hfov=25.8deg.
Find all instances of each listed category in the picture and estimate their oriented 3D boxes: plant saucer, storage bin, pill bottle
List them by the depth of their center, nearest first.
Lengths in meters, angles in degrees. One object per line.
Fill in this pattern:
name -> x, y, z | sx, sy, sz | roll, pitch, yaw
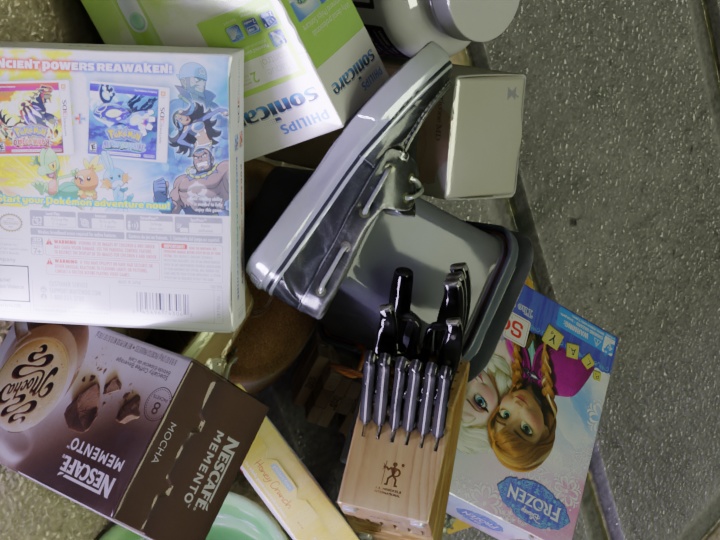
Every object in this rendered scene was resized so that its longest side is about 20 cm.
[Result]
pill bottle -> 0.020, -0.215, 1.156 | 0.112, 0.200, 0.113 | -14, 110, -41
storage bin -> 0.000, 0.000, 1.161 | 0.134, 0.200, 0.146 | 31, 79, -33
plant saucer -> -0.091, 0.013, 1.224 | 0.200, 0.035, 0.201 | -13, 109, -42

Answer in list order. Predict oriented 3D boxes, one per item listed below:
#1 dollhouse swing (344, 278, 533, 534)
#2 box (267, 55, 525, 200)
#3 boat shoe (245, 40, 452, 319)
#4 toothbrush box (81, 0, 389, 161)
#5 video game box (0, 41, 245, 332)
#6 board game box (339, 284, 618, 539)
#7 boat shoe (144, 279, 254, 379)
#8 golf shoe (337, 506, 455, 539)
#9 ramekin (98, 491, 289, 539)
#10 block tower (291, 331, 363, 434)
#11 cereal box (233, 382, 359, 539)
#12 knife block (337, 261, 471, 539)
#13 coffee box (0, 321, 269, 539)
dollhouse swing -> 0.086, 0.124, 1.425 | 0.182, 0.175, 0.200 | -83, 158, -60
box -> 0.024, -0.114, 1.186 | 0.078, 0.200, 0.095 | -6, 105, -43
boat shoe -> 0.008, -0.057, 1.042 | 0.071, 0.072, 0.200 | 36, 92, 1
toothbrush box -> -0.095, -0.179, 1.052 | 0.200, 0.145, 0.086 | 62, 35, -19
video game box -> -0.175, -0.056, 1.027 | 0.047, 0.199, 0.183 | -61, 153, -72
board game box -> 0.101, 0.101, 1.257 | 0.200, 0.041, 0.200 | 28, 61, -20
boat shoe -> -0.134, 0.090, 1.147 | 0.063, 0.073, 0.201 | 32, 94, -26
golf shoe -> 0.009, 0.209, 1.299 | 0.078, 0.097, 0.200 | 29, 105, -38
ramekin -> -0.118, 0.271, 1.157 | 0.200, 0.200, 0.098 | -55, 139, -19
block tower -> 0.044, 0.117, 1.299 | 0.200, 0.054, 0.058 | 19, 119, -17
cereal box -> -0.055, 0.160, 1.157 | 0.039, 0.144, 0.200 | -37, 170, -7
knife block -> 0.038, 0.092, 1.080 | 0.200, 0.064, 0.176 | 74, 30, -71
coffee box -> -0.171, 0.103, 1.054 | 0.080, 0.200, 0.113 | 38, 75, -42
